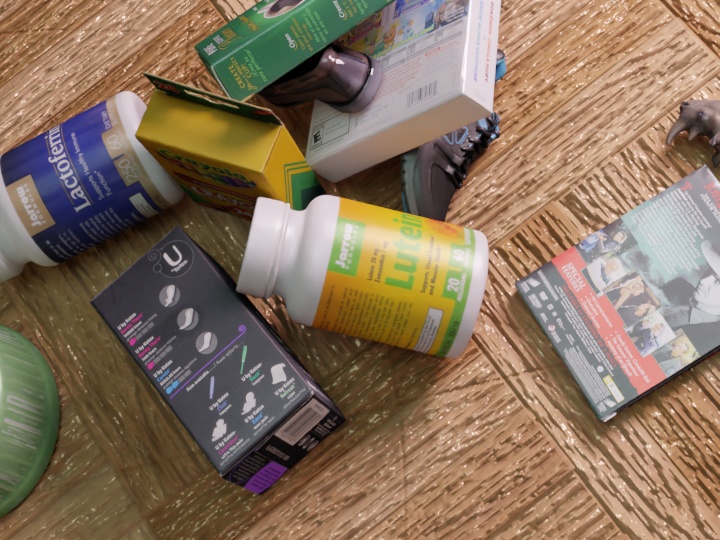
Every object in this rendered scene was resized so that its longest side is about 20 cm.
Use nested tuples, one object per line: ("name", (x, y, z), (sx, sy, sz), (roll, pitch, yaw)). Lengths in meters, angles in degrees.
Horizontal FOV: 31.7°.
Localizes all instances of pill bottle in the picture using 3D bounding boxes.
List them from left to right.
("pill bottle", (-0.276, -0.074, 1.189), (0.199, 0.116, 0.117), (-27, 68, 3))
("pill bottle", (0.000, 0.000, 1.073), (0.198, 0.111, 0.112), (13, 74, -5))

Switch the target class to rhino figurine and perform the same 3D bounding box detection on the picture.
("rhino figurine", (0.361, -0.146, 1.099), (0.198, 0.060, 0.088), (-20, 66, 7))

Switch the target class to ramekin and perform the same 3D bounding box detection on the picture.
("ramekin", (-0.385, 0.132, 1.155), (0.198, 0.098, 0.202), (-4, 71, 12))

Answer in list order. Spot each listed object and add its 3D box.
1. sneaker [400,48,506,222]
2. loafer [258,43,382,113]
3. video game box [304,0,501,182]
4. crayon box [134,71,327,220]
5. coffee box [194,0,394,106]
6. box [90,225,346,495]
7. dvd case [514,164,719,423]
("sneaker", (0.083, -0.120, 1.146), (0.081, 0.073, 0.202), (6, 75, 11))
("loafer", (-0.056, -0.188, 1.152), (0.199, 0.063, 0.073), (19, 84, 54))
("video game box", (0.038, -0.192, 1.129), (0.199, 0.047, 0.184), (-19, 57, 44))
("crayon box", (-0.114, -0.097, 1.114), (0.126, 0.200, 0.051), (18, 77, 18))
("coffee box", (-0.047, -0.223, 1.102), (0.199, 0.044, 0.123), (-34, 24, -3))
("box", (-0.121, 0.079, 1.100), (0.106, 0.122, 0.200), (-41, 69, -2))
("dvd case", (0.253, 0.018, 1.090), (0.199, 0.022, 0.147), (-33, 68, 2))
